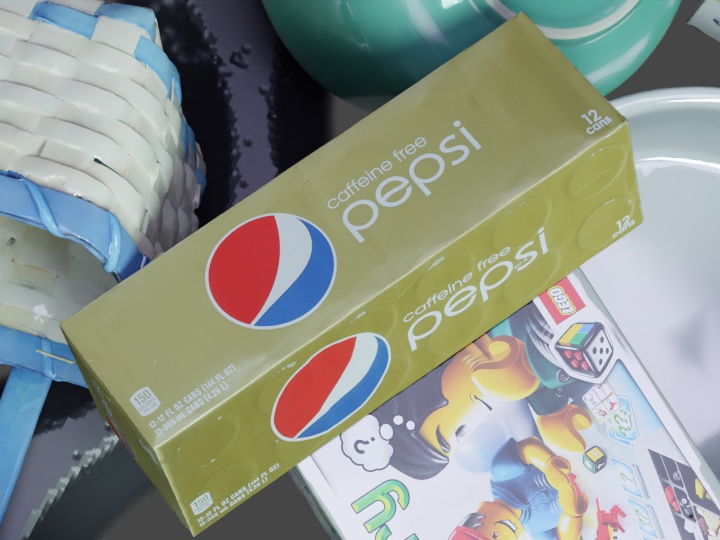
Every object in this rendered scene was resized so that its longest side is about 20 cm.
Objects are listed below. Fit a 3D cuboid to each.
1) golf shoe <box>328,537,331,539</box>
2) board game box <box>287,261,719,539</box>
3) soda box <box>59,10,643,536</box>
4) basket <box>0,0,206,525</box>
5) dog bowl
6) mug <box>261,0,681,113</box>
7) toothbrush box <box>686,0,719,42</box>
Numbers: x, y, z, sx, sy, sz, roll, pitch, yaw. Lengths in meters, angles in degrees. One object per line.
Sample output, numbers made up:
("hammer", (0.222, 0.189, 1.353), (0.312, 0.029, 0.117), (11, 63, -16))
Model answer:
("golf shoe", (-0.031, 0.170, 1.112), (0.200, 0.078, 0.097), (-40, 92, -3))
("board game box", (0.077, 0.114, 1.068), (0.126, 0.035, 0.201), (-33, 86, -10))
("soda box", (0.000, 0.000, 1.041), (0.200, 0.068, 0.064), (-35, 59, -11))
("basket", (-0.135, 0.007, 1.082), (0.138, 0.177, 0.201), (11, 64, 11))
("dog bowl", (0.124, 0.036, 1.147), (0.199, 0.079, 0.201), (1, 78, -6))
("mug", (0.035, -0.125, 1.122), (0.184, 0.114, 0.153), (-20, 102, -23))
("toothbrush box", (0.210, -0.159, 1.133), (0.086, 0.200, 0.146), (29, 78, 1))
